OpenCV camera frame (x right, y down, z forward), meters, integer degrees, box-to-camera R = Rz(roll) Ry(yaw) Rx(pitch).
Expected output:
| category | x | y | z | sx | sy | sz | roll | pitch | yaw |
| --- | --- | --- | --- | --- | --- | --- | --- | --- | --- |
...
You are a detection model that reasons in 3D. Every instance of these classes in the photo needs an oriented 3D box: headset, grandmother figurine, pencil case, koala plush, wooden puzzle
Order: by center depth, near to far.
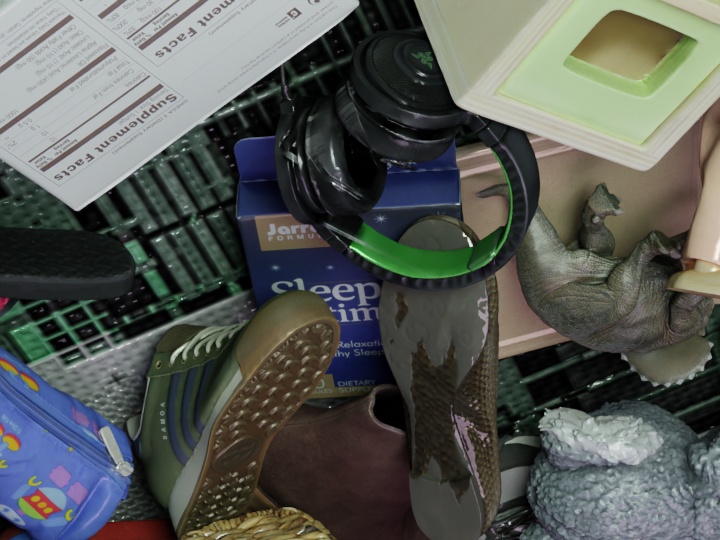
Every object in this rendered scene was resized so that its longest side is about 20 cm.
| category | x | y | z | sx | sy | sz | roll | pitch | yaw |
| --- | --- | --- | --- | --- | --- | --- | --- | --- | --- |
| headset | -0.003 | -0.065 | 1.245 | 0.200 | 0.094 | 0.123 | 45 | 129 | -12 |
| grandmother figurine | 0.197 | -0.085 | 1.289 | 0.060 | 0.201 | 0.121 | 10 | 180 | -7 |
| pencil case | -0.199 | 0.082 | 1.379 | 0.087 | 0.078 | 0.200 | -11 | 145 | 26 |
| wooden puzzle | 0.122 | -0.026 | 1.420 | 0.199 | 0.037 | 0.185 | -11 | 140 | -2 |
| koala plush | 0.193 | 0.129 | 1.516 | 0.199 | 0.184 | 0.178 | -1 | 137 | -13 |

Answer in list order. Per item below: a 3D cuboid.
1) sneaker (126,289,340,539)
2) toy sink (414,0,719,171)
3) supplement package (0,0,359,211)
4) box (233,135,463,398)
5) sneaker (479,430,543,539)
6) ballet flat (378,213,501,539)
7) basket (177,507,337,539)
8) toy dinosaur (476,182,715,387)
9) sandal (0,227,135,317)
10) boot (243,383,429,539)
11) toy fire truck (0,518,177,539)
| category | x | y | z | sx | sy | sz | roll | pitch | yaw |
| --- | --- | --- | --- | --- | --- | --- | --- | --- | --- |
| sneaker | -0.082 | 0.060 | 1.390 | 0.067 | 0.090 | 0.200 | -15 | 148 | -36 |
| toy sink | 0.139 | -0.160 | 1.208 | 0.130 | 0.112 | 0.200 | 17 | 129 | -35 |
| supplement package | -0.113 | -0.159 | 1.044 | 0.156 | 0.200 | 0.111 | -34 | 137 | 19 |
| box | 0.000 | 0.000 | 1.380 | 0.121 | 0.032 | 0.200 | -4 | 139 | 5 |
| sneaker | 0.111 | 0.171 | 1.603 | 0.074 | 0.079 | 0.200 | -22 | 139 | 7 |
| ballet flat | 0.051 | 0.057 | 1.360 | 0.067 | 0.046 | 0.200 | 7 | 119 | 26 |
| basket | -0.094 | 0.218 | 1.439 | 0.200 | 0.149 | 0.143 | -30 | 106 | -8 |
| toy dinosaur | 0.141 | 0.012 | 1.382 | 0.200 | 0.077 | 0.102 | 15 | 126 | -33 |
| sandal | -0.212 | 0.007 | 1.291 | 0.200 | 0.075 | 0.045 | 3 | 120 | -28 |
| boot | 0.019 | 0.131 | 1.485 | 0.200 | 0.073 | 0.166 | 29 | 147 | -37 |
| toy fire truck | -0.180 | 0.213 | 1.518 | 0.200 | 0.112 | 0.168 | 1 | 128 | -23 |
